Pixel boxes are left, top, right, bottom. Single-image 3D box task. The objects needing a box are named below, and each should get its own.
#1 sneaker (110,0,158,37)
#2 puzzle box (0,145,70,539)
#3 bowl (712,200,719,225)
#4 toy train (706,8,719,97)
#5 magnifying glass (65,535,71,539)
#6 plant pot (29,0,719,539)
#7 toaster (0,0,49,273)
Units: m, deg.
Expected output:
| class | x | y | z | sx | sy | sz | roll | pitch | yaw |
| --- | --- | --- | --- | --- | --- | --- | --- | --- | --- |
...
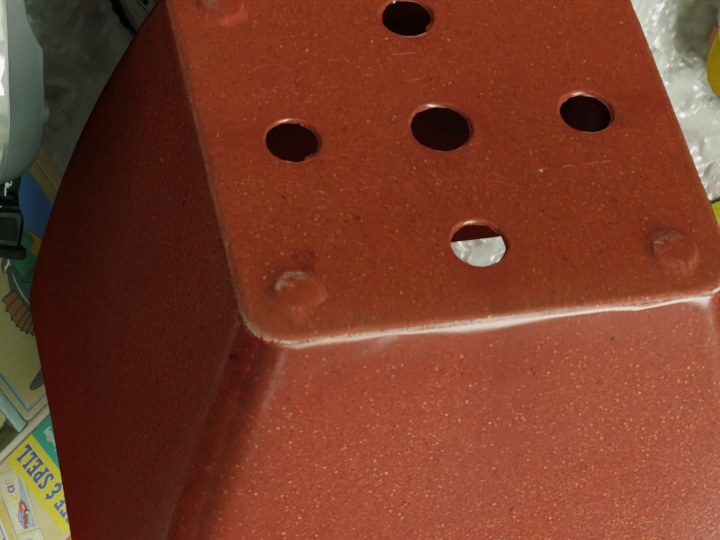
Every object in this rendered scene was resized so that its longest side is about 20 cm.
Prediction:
| class | x | y | z | sx | sy | sz | roll | pitch | yaw |
| --- | --- | --- | --- | --- | --- | --- | --- | --- | --- |
| sneaker | -0.049 | -0.111 | 0.849 | 0.076 | 0.077 | 0.200 | -48 | 132 | -6 |
| puzzle box | -0.146 | 0.017 | 0.864 | 0.133 | 0.025 | 0.200 | -45 | 128 | -17 |
| bowl | 0.187 | 0.075 | 1.083 | 0.199 | 0.108 | 0.201 | -15 | 120 | -27 |
| toy train | 0.177 | -0.132 | 1.008 | 0.150 | 0.056 | 0.200 | -50 | 133 | -4 |
| magnifying glass | -0.094 | 0.115 | 0.971 | 0.080 | 0.022 | 0.200 | -52 | 130 | 0 |
| plant pot | 0.013 | 0.016 | 0.768 | 0.199 | 0.201 | 0.177 | -6 | 143 | -12 |
| toaster | -0.168 | -0.093 | 0.740 | 0.129 | 0.114 | 0.201 | -8 | 100 | -26 |
